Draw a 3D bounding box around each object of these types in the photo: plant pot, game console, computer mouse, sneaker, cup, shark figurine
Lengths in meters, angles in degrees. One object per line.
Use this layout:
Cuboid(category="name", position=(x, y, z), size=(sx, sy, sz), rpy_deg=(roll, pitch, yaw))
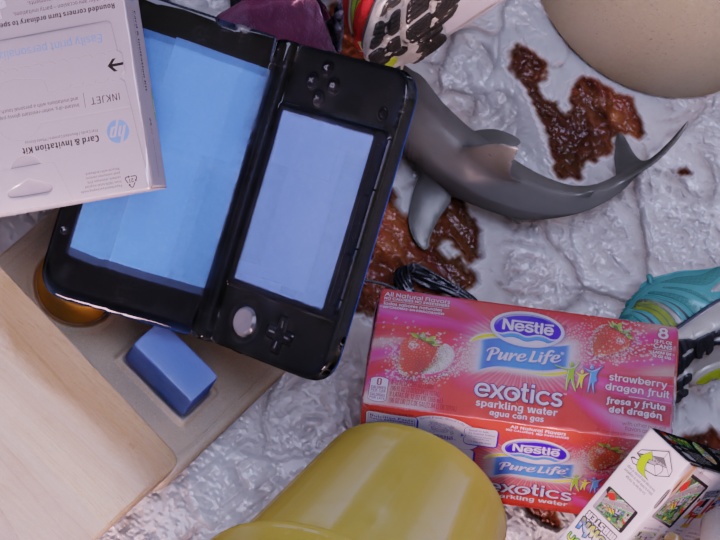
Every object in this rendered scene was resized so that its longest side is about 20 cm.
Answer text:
Cuboid(category="plant pot", position=(-0.003, 0.202, 1.428), size=(0.200, 0.201, 0.189), rpy_deg=(33, 48, -1))
Cuboid(category="game console", position=(-0.082, -0.052, 1.449), size=(0.118, 0.170, 0.201), rpy_deg=(14, 93, -46))
Cuboid(category="computer mouse", position=(0.000, 0.000, 1.562), size=(0.199, 0.034, 0.059), rpy_deg=(16, 47, -25))
Cuboid(category="sneaker", position=(0.011, -0.183, 1.545), size=(0.077, 0.200, 0.085), rpy_deg=(-34, 84, -9))
Cuboid(category="sneaker", position=(0.208, 0.045, 1.616), size=(0.199, 0.078, 0.080), rpy_deg=(-20, 46, -18))
Cuboid(category="cup", position=(0.241, -0.247, 1.690), size=(0.199, 0.143, 0.202), rpy_deg=(5, 67, -13))
Cuboid(category="shark figurine", position=(0.115, -0.073, 1.619), size=(0.213, 0.090, 0.129), rpy_deg=(13, 67, -8))

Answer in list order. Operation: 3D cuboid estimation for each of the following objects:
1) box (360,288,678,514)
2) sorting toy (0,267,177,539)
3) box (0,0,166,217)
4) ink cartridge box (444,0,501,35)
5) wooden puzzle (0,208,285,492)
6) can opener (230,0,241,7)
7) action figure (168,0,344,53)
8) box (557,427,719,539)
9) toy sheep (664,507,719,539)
Cuboid(category="box", position=(0.101, 0.088, 1.509), size=(0.198, 0.100, 0.096), rpy_deg=(7, 53, 4))
Cuboid(category="sorting toy", position=(-0.254, 0.118, 1.448), size=(0.200, 0.070, 0.199), rpy_deg=(46, 65, 6))
Cuboid(category="box", position=(-0.211, -0.137, 1.444), size=(0.155, 0.041, 0.202), rpy_deg=(-9, 90, 12))
Cuboid(category="ink cartridge box", position=(0.044, -0.291, 1.666), size=(0.144, 0.084, 0.201), rpy_deg=(26, 63, -25))
Cuboid(category="wooden puzzle", position=(-0.130, 0.016, 1.536), size=(0.185, 0.046, 0.200), rpy_deg=(44, 65, 4))
Cuboid(category="can opener", position=(-0.060, -0.264, 1.663), size=(0.066, 0.053, 0.201), rpy_deg=(2, 70, -14))
Cuboid(category="action figure", position=(-0.107, -0.143, 1.561), size=(0.198, 0.149, 0.135), rpy_deg=(-7, 100, 0))
Cuboid(category="box", position=(0.192, 0.161, 1.470), size=(0.035, 0.200, 0.110), rpy_deg=(43, 99, 25))
Cuboid(category="toy sheep", position=(0.267, 0.197, 1.411), size=(0.198, 0.138, 0.139), rpy_deg=(-4, 68, 8))
